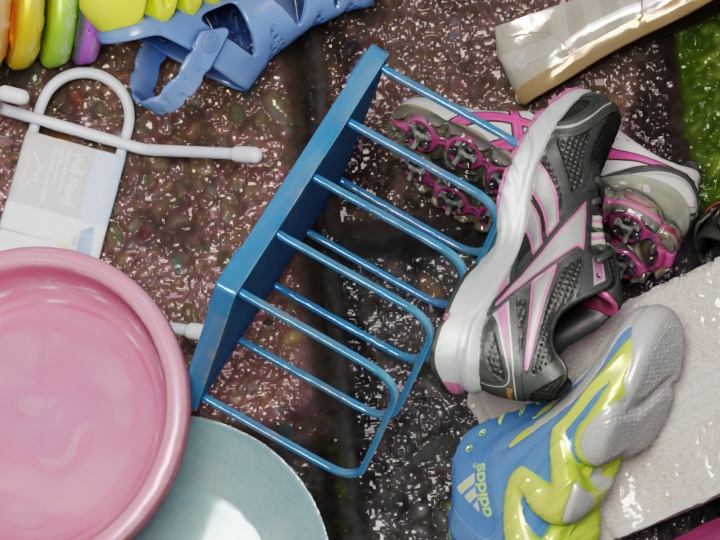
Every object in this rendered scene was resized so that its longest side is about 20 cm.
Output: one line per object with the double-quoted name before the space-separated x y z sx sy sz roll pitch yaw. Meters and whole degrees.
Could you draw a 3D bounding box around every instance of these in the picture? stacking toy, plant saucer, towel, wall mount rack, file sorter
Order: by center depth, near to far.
"plant saucer" -0.192 0.088 1.671 0.199 0.051 0.202 -4 73 12
"file sorter" 0.000 0.000 1.677 0.122 0.139 0.200 29 57 3
"towel" 0.165 0.085 1.691 0.199 0.034 0.133 -27 76 24
"plant saucer" -0.115 0.189 1.713 0.200 0.039 0.202 -1 76 3
"wall mount rack" -0.160 -0.031 1.752 0.173 0.075 0.201 15 78 -4
"stacking toy" -0.195 -0.166 1.781 0.199 0.116 0.110 3 53 -15

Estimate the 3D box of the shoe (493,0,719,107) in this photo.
"shoe" 0.176 -0.170 1.776 0.199 0.070 0.054 -27 84 -3

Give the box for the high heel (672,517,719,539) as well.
"high heel" 0.158 0.199 1.671 0.199 0.096 0.068 -31 77 -6

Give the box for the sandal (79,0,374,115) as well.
"sandal" -0.080 -0.152 1.765 0.199 0.079 0.088 -15 104 -26

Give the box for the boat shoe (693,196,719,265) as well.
"boat shoe" 0.240 -0.018 1.730 0.063 0.074 0.202 18 80 -16

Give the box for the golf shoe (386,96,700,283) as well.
"golf shoe" 0.114 -0.064 1.761 0.199 0.073 0.092 23 50 9

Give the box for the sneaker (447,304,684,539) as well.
"sneaker" 0.109 0.096 1.660 0.105 0.076 0.201 31 100 31

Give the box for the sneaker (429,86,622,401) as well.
"sneaker" 0.118 -0.006 1.643 0.086 0.080 0.201 17 72 19
